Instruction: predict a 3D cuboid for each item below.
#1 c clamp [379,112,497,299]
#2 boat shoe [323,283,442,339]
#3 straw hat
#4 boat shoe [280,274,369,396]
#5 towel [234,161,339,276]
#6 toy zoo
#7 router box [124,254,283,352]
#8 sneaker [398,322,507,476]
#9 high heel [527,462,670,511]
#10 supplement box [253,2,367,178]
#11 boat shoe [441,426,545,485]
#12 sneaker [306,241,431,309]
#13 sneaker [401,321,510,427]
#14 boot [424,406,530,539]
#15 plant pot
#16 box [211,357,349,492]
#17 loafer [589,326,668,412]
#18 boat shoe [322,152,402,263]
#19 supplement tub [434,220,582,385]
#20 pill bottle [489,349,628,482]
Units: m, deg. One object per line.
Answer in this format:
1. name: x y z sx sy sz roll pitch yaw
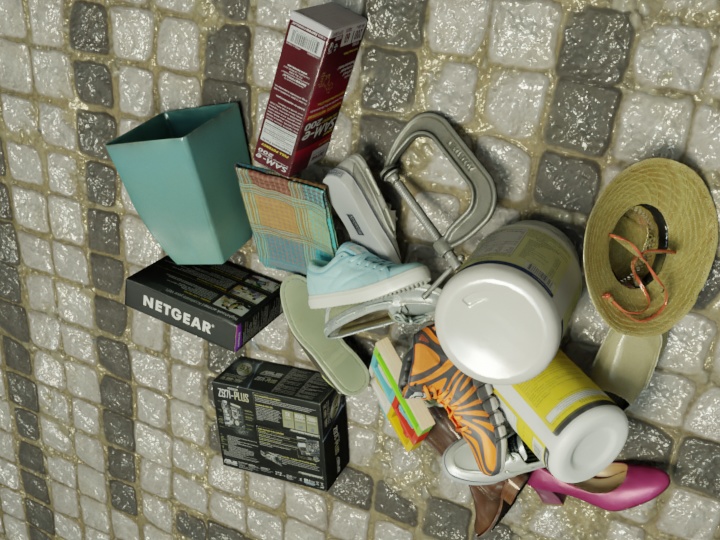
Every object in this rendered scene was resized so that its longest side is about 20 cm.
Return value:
1. c clamp: 0.087 -0.092 0.996 0.171 0.027 0.201 -40 70 32
2. boat shoe: 0.034 0.057 1.085 0.200 0.074 0.065 -7 66 31
3. straw hat: 0.310 -0.030 0.907 0.085 0.200 0.203 23 134 68
4. boat shoe: -0.062 0.100 1.167 0.202 0.071 0.061 58 162 -2
5. towel: -0.097 -0.059 1.093 0.145 0.022 0.201 16 144 20
6. toy zoo: 0.052 0.183 1.103 0.132 0.020 0.200 61 166 19
7. router box: -0.231 0.037 1.178 0.198 0.149 0.051 20 119 18
8. sneaker: 0.108 0.166 0.978 0.078 0.111 0.202 131 125 -69
9. high heel: 0.307 0.271 1.053 0.199 0.068 0.097 -21 112 36
10. supplement box: -0.065 -0.230 0.999 0.061 0.109 0.201 29 123 12
11. boat shoe: 0.205 0.233 1.037 0.198 0.074 0.067 -13 153 -2
12. sneaker: 0.000 0.000 1.026 0.199 0.074 0.083 -12 90 36
13. sneaker: 0.135 0.173 1.073 0.200 0.116 0.074 44 122 1
14. boot: 0.140 0.283 1.151 0.199 0.064 0.187 37 136 21
15. plant pot: -0.238 -0.117 1.125 0.140 0.141 0.202 -1 119 27
16. box: -0.127 0.244 1.254 0.198 0.086 0.165 7 115 24
17. loafer: 0.329 0.131 0.982 0.075 0.068 0.202 21 121 15
18. boat shoe: 0.018 -0.066 1.054 0.072 0.066 0.201 7 136 49
19. supplement tub: 0.184 0.030 0.932 0.144 0.200 0.146 10 116 22
20. pill bottle: 0.229 0.157 0.972 0.200 0.111 0.113 52 138 50
